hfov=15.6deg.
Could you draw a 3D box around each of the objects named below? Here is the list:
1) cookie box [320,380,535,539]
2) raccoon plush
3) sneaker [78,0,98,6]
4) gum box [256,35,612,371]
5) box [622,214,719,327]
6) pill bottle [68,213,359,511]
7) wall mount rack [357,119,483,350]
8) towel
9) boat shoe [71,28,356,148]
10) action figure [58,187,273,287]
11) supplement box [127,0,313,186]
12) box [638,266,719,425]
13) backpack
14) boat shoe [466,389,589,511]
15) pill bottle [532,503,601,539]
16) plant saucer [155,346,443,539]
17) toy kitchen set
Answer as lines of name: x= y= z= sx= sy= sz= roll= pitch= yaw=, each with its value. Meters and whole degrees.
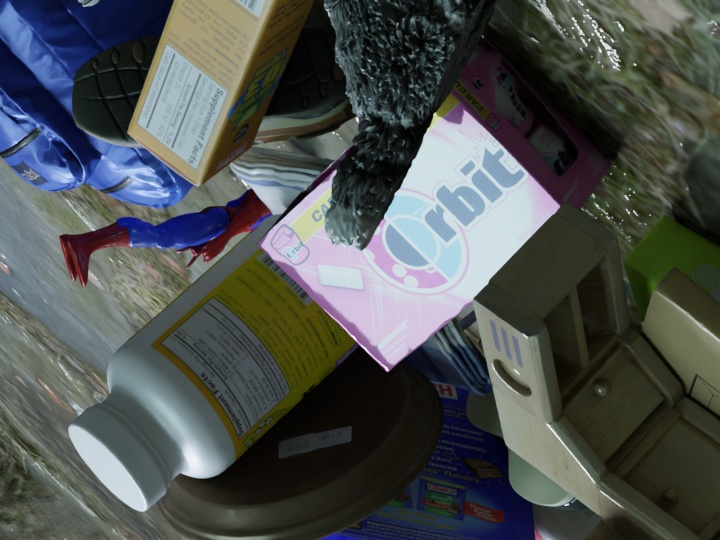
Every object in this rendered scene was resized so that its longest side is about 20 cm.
cookie box: x=0.029 y=0.152 z=1.782 sx=0.170 sy=0.200 sz=0.075 roll=12 pitch=122 yaw=-7
raccoon plush: x=-0.013 y=-0.129 z=1.422 sx=0.134 sy=0.201 sz=0.097 roll=28 pitch=175 yaw=6
sneaker: x=-0.201 y=-0.254 z=1.634 sx=0.200 sy=0.082 sz=0.075 roll=56 pitch=-158 yaw=16
gum box: x=0.045 y=-0.042 z=1.552 sx=0.113 sy=0.066 sz=0.200 roll=44 pitch=132 yaw=-5
box: x=0.247 y=0.058 z=1.500 sx=0.200 sy=0.048 sz=0.122 roll=33 pitch=160 yaw=34
pill bottle: x=-0.091 y=0.062 z=1.687 sx=0.104 sy=0.200 sz=0.104 roll=40 pitch=158 yaw=20
wall mount rack: x=0.041 y=-0.004 z=1.771 sx=0.200 sy=0.075 sz=0.174 roll=47 pitch=165 yaw=-8
towel: x=0.000 y=0.000 z=1.727 sx=0.147 sy=0.024 sz=0.200 roll=15 pitch=146 yaw=57
boat shoe: x=-0.088 y=-0.108 z=1.707 sx=0.199 sy=0.076 sz=0.074 roll=-1 pitch=165 yaw=20
action figure: x=-0.110 y=-0.030 z=1.871 sx=0.065 sy=0.199 sz=0.052 roll=-177 pitch=69 yaw=-76
supplement box: x=-0.075 y=-0.146 z=1.574 sx=0.069 sy=0.067 sz=0.200 roll=39 pitch=136 yaw=11
box: x=0.238 y=0.096 z=1.489 sx=0.200 sy=0.021 sz=0.164 roll=41 pitch=162 yaw=15
backpack: x=-0.181 y=-0.129 z=1.825 sx=0.200 sy=0.168 sz=0.162 roll=44 pitch=170 yaw=-13
boat shoe: x=0.127 y=0.110 z=1.713 sx=0.063 sy=0.074 sz=0.201 roll=30 pitch=-174 yaw=-18
pill bottle: x=0.157 y=0.177 z=1.877 sx=0.109 sy=0.109 sz=0.200 roll=41 pitch=163 yaw=7
plant saucer: x=-0.044 y=0.109 z=1.724 sx=0.200 sy=0.200 sz=0.030 roll=23 pitch=141 yaw=48
toy kitchen set: x=0.142 y=0.115 z=1.437 sx=0.200 sy=0.163 sz=0.181 roll=36 pitch=161 yaw=27
